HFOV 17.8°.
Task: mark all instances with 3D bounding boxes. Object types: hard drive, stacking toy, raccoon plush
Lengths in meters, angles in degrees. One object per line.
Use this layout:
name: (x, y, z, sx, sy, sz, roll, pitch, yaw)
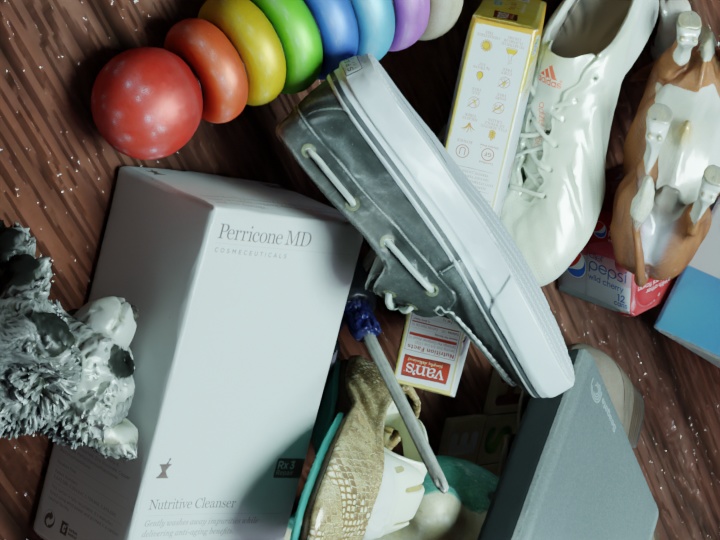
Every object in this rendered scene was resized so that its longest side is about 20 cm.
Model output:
hard drive: (0.112, 0.162, 1.285, 0.140, 0.033, 0.200, 64, 34, -33)
stacking toy: (-0.048, -0.117, 1.139, 0.200, 0.085, 0.086, -30, 128, -25)
raccoon plush: (-0.197, 0.060, 1.080, 0.199, 0.097, 0.134, -22, 141, -2)

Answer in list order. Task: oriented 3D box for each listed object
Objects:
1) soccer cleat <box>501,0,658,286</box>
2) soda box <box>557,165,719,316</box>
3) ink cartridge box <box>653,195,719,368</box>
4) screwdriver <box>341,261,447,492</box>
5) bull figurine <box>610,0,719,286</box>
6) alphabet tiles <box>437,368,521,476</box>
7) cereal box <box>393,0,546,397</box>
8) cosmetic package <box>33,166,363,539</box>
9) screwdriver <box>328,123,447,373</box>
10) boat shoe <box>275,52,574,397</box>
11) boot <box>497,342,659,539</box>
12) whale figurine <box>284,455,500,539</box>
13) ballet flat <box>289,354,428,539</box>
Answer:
soccer cleat: (0.116, -0.090, 1.317, 0.201, 0.069, 0.078, -70, 158, -6)
soda box: (0.213, -0.040, 1.448, 0.200, 0.063, 0.070, -24, 125, -38)
ink cartridge box: (0.309, -0.009, 1.404, 0.147, 0.146, 0.201, 27, 90, -50)
screwdriver: (0.010, 0.041, 1.173, 0.028, 0.200, 0.029, -7, 125, -17)
bull figurine: (0.189, -0.089, 1.336, 0.122, 0.065, 0.201, 98, 3, -62)
alphabet tiles: (0.098, 0.150, 1.462, 0.167, 0.008, 0.201, -2, 110, -45)
cereal box: (0.060, -0.046, 1.248, 0.144, 0.039, 0.201, -66, 168, -76)
cosmetic package: (-0.082, 0.054, 1.173, 0.113, 0.081, 0.201, 2, 107, -45)
screwdriver: (0.000, 0.000, 1.275, 0.201, 0.028, 0.029, -60, 167, -7)
boat shoe: (0.032, -0.012, 1.147, 0.071, 0.072, 0.200, -33, 99, 11)
boot: (0.129, 0.145, 1.419, 0.146, 0.070, 0.201, 7, 86, -61)
whale figurine: (0.005, 0.156, 1.311, 0.199, 0.104, 0.159, 9, 138, -27)
ballet flat: (0.005, 0.101, 1.215, 0.200, 0.065, 0.071, -76, -174, -66)
